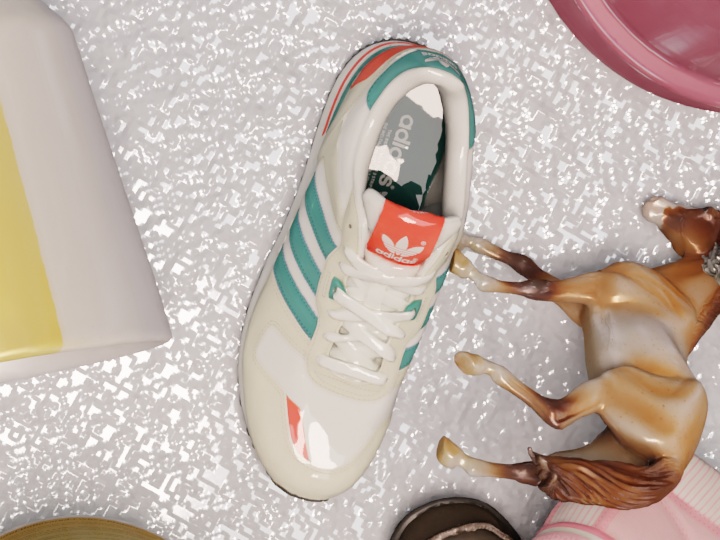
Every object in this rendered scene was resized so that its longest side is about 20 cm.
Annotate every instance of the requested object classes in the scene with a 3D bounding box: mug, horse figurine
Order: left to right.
[{"bbox_3d":[-0.164,-0.033,1.141,0.148,0.187,0.154,-11,86,10],"label":"mug"},{"bbox_3d":[0.099,0.038,1.205,0.132,0.201,0.050,12,129,-9],"label":"horse figurine"}]

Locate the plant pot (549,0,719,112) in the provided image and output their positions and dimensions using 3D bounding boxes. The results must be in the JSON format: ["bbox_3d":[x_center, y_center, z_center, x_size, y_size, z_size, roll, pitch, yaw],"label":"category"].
[{"bbox_3d":[0.178,-0.162,1.188,0.199,0.179,0.201,-1,94,-10],"label":"plant pot"}]

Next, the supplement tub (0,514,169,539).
[{"bbox_3d":[-0.108,0.174,1.144,0.144,0.200,0.146,-1,94,-10],"label":"supplement tub"}]

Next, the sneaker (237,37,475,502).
[{"bbox_3d":[0.000,0.000,1.208,0.070,0.093,0.201,17,90,-10],"label":"sneaker"}]

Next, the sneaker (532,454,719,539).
[{"bbox_3d":[0.145,0.155,1.251,0.105,0.075,0.201,-55,127,-37],"label":"sneaker"}]

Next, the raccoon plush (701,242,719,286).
[{"bbox_3d":[0.221,-0.046,1.232,0.133,0.097,0.201,14,62,-9],"label":"raccoon plush"}]

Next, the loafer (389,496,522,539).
[{"bbox_3d":[0.068,0.192,1.241,0.073,0.071,0.201,-21,97,-8],"label":"loafer"}]
